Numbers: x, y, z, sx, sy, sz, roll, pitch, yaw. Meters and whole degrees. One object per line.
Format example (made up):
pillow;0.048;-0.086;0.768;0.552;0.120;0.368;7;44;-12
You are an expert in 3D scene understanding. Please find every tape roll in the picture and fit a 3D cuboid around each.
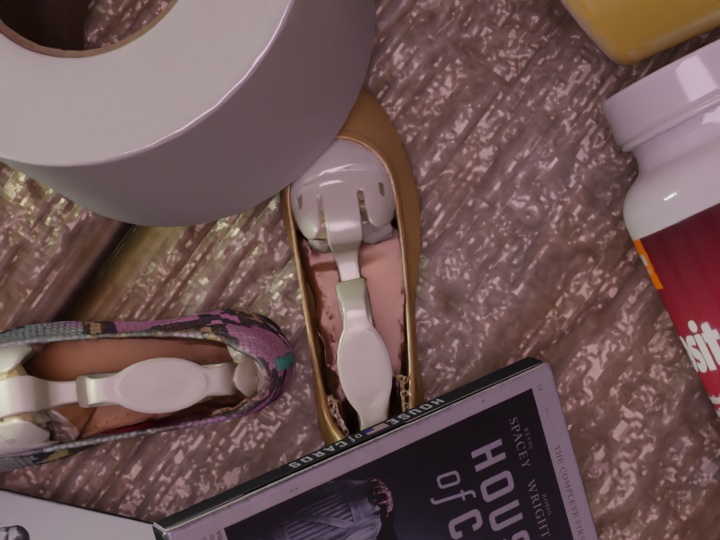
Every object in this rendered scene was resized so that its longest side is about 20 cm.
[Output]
tape roll;-0.102;-0.130;0.779;0.201;0.139;0.204;-2;81;12

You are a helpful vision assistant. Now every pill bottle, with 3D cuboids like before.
pill bottle;0.192;-0.005;0.796;0.113;0.113;0.201;-26;88;2

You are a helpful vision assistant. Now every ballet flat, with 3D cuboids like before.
ballet flat;-0.131;0.057;0.830;0.199;0.071;0.070;-9;90;3
ballet flat;0.000;0.000;0.829;0.068;0.063;0.201;-10;89;2

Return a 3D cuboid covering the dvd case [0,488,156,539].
dvd case;-0.160;0.182;0.811;0.199;0.025;0.151;10;70;14

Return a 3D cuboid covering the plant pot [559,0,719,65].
plant pot;0.158;-0.197;0.768;0.188;0.201;0.201;-33;88;17

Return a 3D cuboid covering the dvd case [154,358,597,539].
dvd case;0.019;0.145;0.787;0.199;0.025;0.151;-22;103;-22
